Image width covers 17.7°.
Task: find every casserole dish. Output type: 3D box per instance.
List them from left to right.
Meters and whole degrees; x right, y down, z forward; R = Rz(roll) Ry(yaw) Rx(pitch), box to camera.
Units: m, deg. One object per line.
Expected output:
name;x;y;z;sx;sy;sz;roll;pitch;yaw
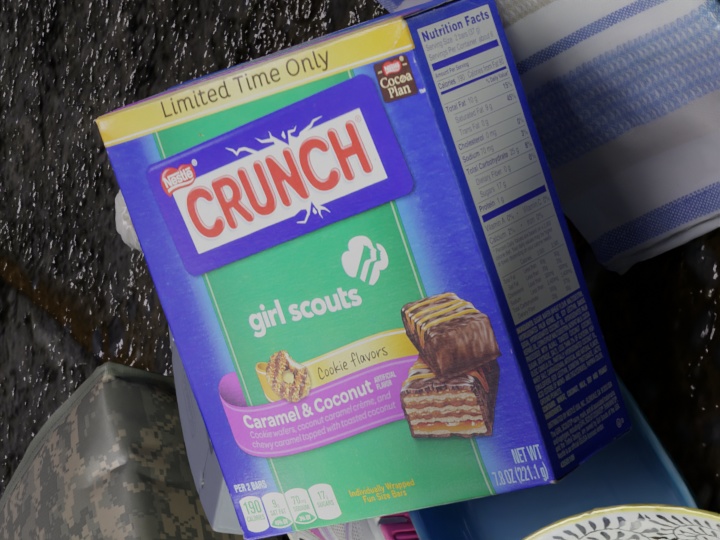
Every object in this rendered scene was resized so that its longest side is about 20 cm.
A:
casserole dish;0.091;0.110;1.003;0.121;0.039;0.200;-46;43;17

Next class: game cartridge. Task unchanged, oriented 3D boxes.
game cartridge;-0.067;0.035;1.194;0.200;0.040;0.133;-107;28;-51

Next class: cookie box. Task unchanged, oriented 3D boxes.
cookie box;0.000;0.000;0.985;0.171;0.075;0.200;-15;97;35

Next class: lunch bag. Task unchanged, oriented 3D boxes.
lunch bag;-0.138;0.177;1.301;0.200;0.118;0.164;-44;47;37

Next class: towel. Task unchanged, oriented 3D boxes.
towel;0.093;-0.091;0.967;0.147;0.200;0.024;-25;21;51

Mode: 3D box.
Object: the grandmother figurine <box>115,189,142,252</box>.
grandmother figurine;-0.080;-0.038;1.328;0.200;0.061;0.121;-3;70;55

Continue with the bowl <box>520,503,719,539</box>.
bowl;0.131;0.178;0.862;0.201;0.094;0.201;3;96;28

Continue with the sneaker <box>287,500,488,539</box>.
sneaker;0.012;0.117;1.124;0.200;0.081;0.088;-118;44;-54
